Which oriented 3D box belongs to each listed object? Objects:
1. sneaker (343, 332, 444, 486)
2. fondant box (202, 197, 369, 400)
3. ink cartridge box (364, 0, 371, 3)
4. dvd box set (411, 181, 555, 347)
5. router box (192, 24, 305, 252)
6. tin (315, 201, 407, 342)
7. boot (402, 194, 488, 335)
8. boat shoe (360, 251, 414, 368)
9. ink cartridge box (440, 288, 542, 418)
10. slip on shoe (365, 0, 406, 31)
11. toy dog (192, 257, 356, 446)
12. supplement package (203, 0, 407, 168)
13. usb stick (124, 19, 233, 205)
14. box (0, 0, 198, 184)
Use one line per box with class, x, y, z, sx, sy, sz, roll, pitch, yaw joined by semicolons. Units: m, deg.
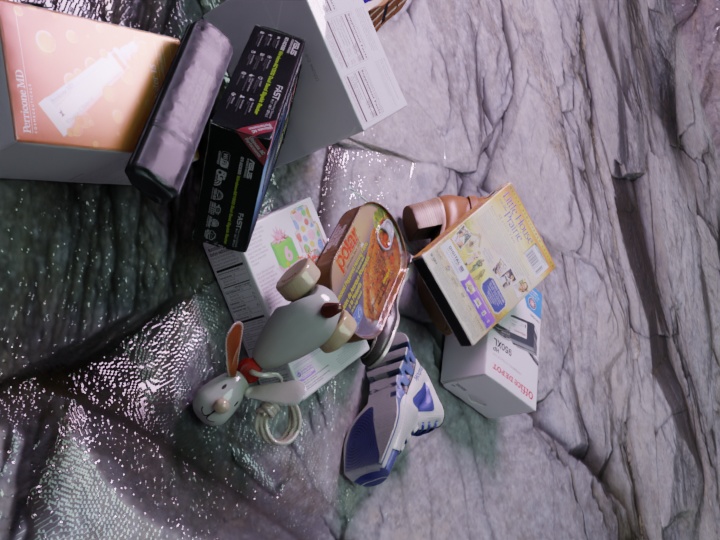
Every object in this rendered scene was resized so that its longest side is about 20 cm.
sneaker;0.056;0.189;1.152;0.115;0.080;0.201;44;44;-30
fondant box;-0.081;0.033;1.051;0.144;0.058;0.202;-31;103;-52
ink cartridge box;-0.048;-0.379;1.126;0.199;0.197;0.044;30;60;-41
dvd box set;0.176;-0.011;1.268;0.200;0.029;0.147;-39;105;-30
router box;-0.116;-0.142;0.964;0.061;0.151;0.201;16;43;-4
tin;0.000;0.000;1.094;0.113;0.041;0.201;60;35;-27
boot;0.154;-0.015;1.315;0.154;0.077;0.202;-9;70;-22
boat shoe;0.020;0.039;1.182;0.057;0.067;0.201;34;44;-16
ink cartridge box;0.200;0.100;1.366;0.144;0.084;0.202;36;52;-39
slip on shoe;0.005;-0.382;1.315;0.060;0.076;0.200;31;51;10
toy dog;-0.079;0.083;0.934;0.131;0.096;0.202;29;79;-18
supplement package;-0.065;-0.251;1.092;0.111;0.155;0.202;-37;106;-49
usb stick;-0.165;-0.151;0.845;0.055;0.032;0.202;36;51;-31
box;-0.262;-0.155;0.839;0.199;0.097;0.126;-3;80;-52
